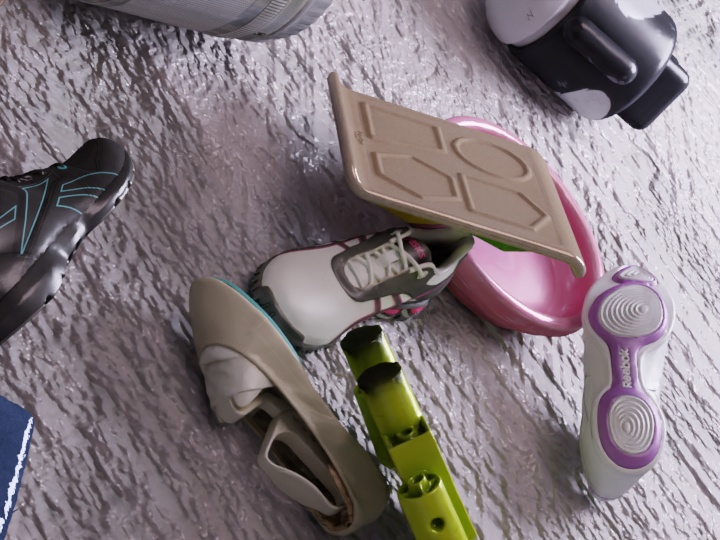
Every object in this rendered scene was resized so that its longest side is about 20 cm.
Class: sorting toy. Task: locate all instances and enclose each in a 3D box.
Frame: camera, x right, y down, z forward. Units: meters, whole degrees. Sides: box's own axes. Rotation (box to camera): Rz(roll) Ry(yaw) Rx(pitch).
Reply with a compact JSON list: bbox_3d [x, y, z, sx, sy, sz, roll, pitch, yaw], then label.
[{"bbox_3d":[0.066,-0.068,1.614,0.200,0.036,0.185,21,24,-16],"label":"sorting toy"}]

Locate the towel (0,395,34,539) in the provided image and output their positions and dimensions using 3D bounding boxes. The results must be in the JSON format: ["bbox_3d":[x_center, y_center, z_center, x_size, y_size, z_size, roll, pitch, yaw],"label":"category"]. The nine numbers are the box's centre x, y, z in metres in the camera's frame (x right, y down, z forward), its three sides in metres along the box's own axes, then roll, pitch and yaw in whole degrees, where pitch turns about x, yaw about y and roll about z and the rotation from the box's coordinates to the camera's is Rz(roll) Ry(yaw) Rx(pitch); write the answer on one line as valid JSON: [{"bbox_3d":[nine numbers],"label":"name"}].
[{"bbox_3d":[-0.247,0.135,1.166,0.112,0.049,0.200,37,38,-22],"label":"towel"}]

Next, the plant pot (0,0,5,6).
[{"bbox_3d":[-0.298,-0.256,1.420,0.201,0.093,0.201,32,38,-29],"label":"plant pot"}]

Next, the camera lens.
[{"bbox_3d":[-0.123,-0.257,1.566,0.200,0.160,0.160,9,53,-45],"label":"camera lens"}]

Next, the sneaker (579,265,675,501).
[{"bbox_3d":[0.199,0.087,1.697,0.075,0.100,0.200,12,56,-2],"label":"sneaker"}]

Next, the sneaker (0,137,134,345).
[{"bbox_3d":[-0.205,-0.037,1.349,0.079,0.075,0.200,42,35,-11],"label":"sneaker"}]

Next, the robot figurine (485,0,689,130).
[{"bbox_3d":[0.206,-0.219,1.952,0.200,0.150,0.125,39,66,-20],"label":"robot figurine"}]

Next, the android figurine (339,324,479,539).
[{"bbox_3d":[0.039,0.138,1.439,0.182,0.041,0.200,-118,-175,-64],"label":"android figurine"}]

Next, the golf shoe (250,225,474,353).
[{"bbox_3d":[0.000,0.000,1.548,0.200,0.088,0.077,-18,75,-53],"label":"golf shoe"}]

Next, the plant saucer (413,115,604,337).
[{"bbox_3d":[0.111,-0.029,1.737,0.200,0.051,0.201,31,39,-29],"label":"plant saucer"}]

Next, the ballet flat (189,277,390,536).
[{"bbox_3d":[-0.057,0.094,1.420,0.200,0.069,0.069,50,34,-5],"label":"ballet flat"}]
